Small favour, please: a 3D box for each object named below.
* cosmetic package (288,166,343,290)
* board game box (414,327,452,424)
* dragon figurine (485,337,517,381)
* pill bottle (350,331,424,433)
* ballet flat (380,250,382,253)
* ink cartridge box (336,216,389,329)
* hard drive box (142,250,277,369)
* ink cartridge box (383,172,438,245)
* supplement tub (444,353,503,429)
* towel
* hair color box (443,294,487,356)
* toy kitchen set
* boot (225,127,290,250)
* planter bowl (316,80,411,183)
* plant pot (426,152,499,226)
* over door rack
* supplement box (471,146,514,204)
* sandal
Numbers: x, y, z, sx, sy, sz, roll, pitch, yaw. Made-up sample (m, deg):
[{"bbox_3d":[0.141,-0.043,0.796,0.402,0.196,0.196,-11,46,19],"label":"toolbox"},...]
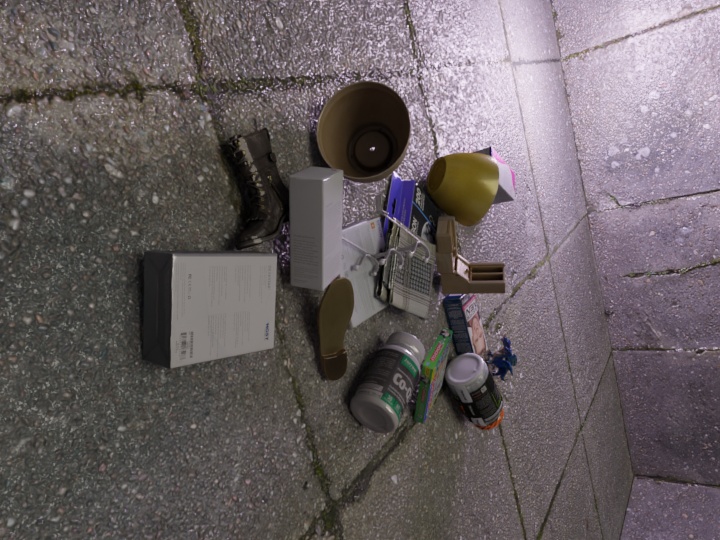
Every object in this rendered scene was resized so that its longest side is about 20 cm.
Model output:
[{"bbox_3d":[-0.081,-0.079,0.993,0.101,0.069,0.206,-45,141,-63],"label":"cosmetic package"},{"bbox_3d":[0.177,0.258,1.313,0.135,0.028,0.204,-52,153,-45],"label":"board game box"},{"bbox_3d":[0.463,0.299,1.710,0.059,0.098,0.203,-55,127,-41],"label":"dragon figurine"},{"bbox_3d":[0.065,0.238,1.170,0.115,0.111,0.202,59,43,-28],"label":"pill bottle"},{"bbox_3d":[0.106,-0.001,1.323,0.046,0.068,0.200,-43,135,4],"label":"ballet flat"},{"bbox_3d":[0.000,0.000,1.180,0.198,0.040,0.205,-25,104,-53],"label":"ink cartridge box"},{"bbox_3d":[-0.223,0.050,0.821,0.198,0.075,0.161,-1,95,-53],"label":"hard drive box"},{"bbox_3d":[0.134,-0.123,1.369,0.200,0.043,0.203,41,48,-41],"label":"ink cartridge box"},{"bbox_3d":[0.322,0.340,1.494,0.202,0.120,0.123,60,43,-27],"label":"supplement tub"},{"bbox_3d":[0.115,-0.001,1.257,0.198,0.034,0.198,25,70,-46],"label":"towel"},{"bbox_3d":[0.305,0.158,1.552,0.099,0.059,0.205,-32,111,-50],"label":"hair color box"},{"bbox_3d":[0.299,-0.068,1.452,0.165,0.175,0.203,-75,158,-45],"label":"toy kitchen set"},{"bbox_3d":[-0.189,-0.146,0.935,0.177,0.068,0.201,66,29,-21],"label":"boot"},{"bbox_3d":[0.016,-0.275,1.147,0.135,0.194,0.207,36,52,-77],"label":"planter bowl"},{"bbox_3d":[0.265,-0.240,1.482,0.139,0.199,0.206,15,70,-21],"label":"plant pot"},{"bbox_3d":[0.032,-0.054,1.079,0.200,0.145,0.068,41,47,-42],"label":"over door rack"},{"bbox_3d":[0.422,-0.302,1.750,0.198,0.101,0.104,26,64,-47],"label":"supplement box"},{"bbox_3d":[-0.063,0.107,1.069,0.076,0.069,0.218,-8,111,-28],"label":"sandal"}]
